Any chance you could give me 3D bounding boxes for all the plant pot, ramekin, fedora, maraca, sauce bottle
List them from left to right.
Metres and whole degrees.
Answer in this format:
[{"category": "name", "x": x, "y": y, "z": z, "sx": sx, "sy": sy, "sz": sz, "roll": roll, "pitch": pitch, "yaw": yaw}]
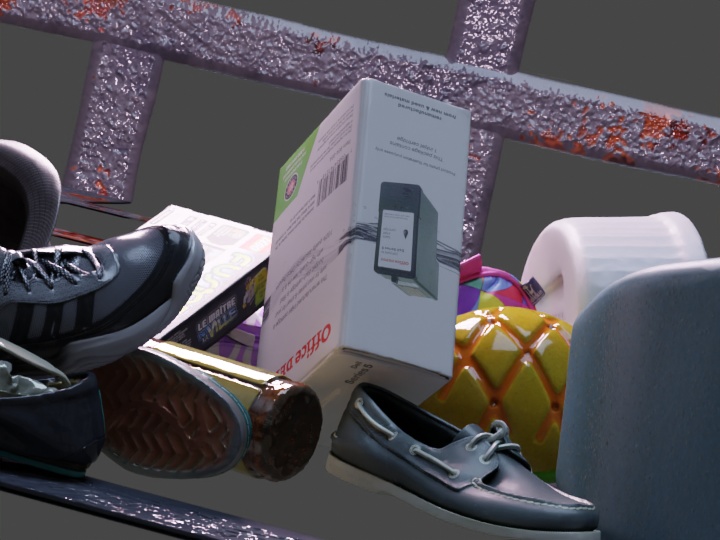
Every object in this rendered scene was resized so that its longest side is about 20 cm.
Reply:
[{"category": "fedora", "x": -0.254, "y": 0.007, "z": 1.707, "sx": 0.199, "sy": 0.178, "sz": 0.090, "roll": 9, "pitch": -28, "yaw": 37}, {"category": "sauce bottle", "x": -0.117, "y": 0.074, "z": 1.620, "sx": 0.199, "sy": 0.066, "sz": 0.066, "roll": 17, "pitch": 6, "yaw": 35}, {"category": "maraca", "x": 0.123, "y": 0.086, "z": 1.796, "sx": 0.199, "sy": 0.138, "sz": 0.107, "roll": 5, "pitch": -34, "yaw": -7}, {"category": "ramekin", "x": 0.179, "y": 0.054, "z": 1.941, "sx": 0.097, "sy": 0.202, "sz": 0.200, "roll": 4, "pitch": 6, "yaw": -13}, {"category": "plant pot", "x": 0.230, "y": 0.094, "z": 1.649, "sx": 0.195, "sy": 0.198, "sz": 0.199, "roll": 9, "pitch": -4, "yaw": -40}]

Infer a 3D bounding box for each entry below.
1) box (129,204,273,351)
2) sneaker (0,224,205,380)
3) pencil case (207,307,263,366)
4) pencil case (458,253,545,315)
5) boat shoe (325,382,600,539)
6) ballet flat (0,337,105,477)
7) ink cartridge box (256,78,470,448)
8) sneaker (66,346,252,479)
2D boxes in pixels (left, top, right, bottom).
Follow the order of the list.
[{"category": "box", "x": -0.143, "y": 0.023, "z": 1.795, "sx": 0.110, "sy": 0.035, "sz": 0.200, "roll": 16, "pitch": 35, "yaw": 31}, {"category": "sneaker", "x": -0.188, "y": 0.003, "z": 1.478, "sx": 0.199, "sy": 0.114, "sz": 0.076, "roll": -25, "pitch": 40, "yaw": -5}, {"category": "pencil case", "x": -0.049, "y": 0.058, "z": 1.898, "sx": 0.199, "sy": 0.084, "sz": 0.085, "roll": 9, "pitch": -24, "yaw": -30}, {"category": "pencil case", "x": 0.068, "y": 0.050, "z": 1.996, "sx": 0.088, "sy": 0.089, "sz": 0.200, "roll": 12, "pitch": -17, "yaw": -15}, {"category": "boat shoe", "x": 0.062, "y": 0.117, "z": 1.609, "sx": 0.199, "sy": 0.062, "sz": 0.073, "roll": 16, "pitch": 6, "yaw": 39}, {"category": "ballet flat", "x": -0.230, "y": 0.061, "z": 1.425, "sx": 0.199, "sy": 0.074, "sz": 0.073, "roll": 11, "pitch": 4, "yaw": -20}, {"category": "ink cartridge box", "x": 0.000, "y": 0.000, "z": 1.748, "sx": 0.084, "sy": 0.201, "sz": 0.145, "roll": 16, "pitch": -30, "yaw": -20}, {"category": "sneaker", "x": -0.138, "y": 0.072, "z": 1.548, "sx": 0.199, "sy": 0.072, "sz": 0.080, "roll": 15, "pitch": 7, "yaw": 28}]
